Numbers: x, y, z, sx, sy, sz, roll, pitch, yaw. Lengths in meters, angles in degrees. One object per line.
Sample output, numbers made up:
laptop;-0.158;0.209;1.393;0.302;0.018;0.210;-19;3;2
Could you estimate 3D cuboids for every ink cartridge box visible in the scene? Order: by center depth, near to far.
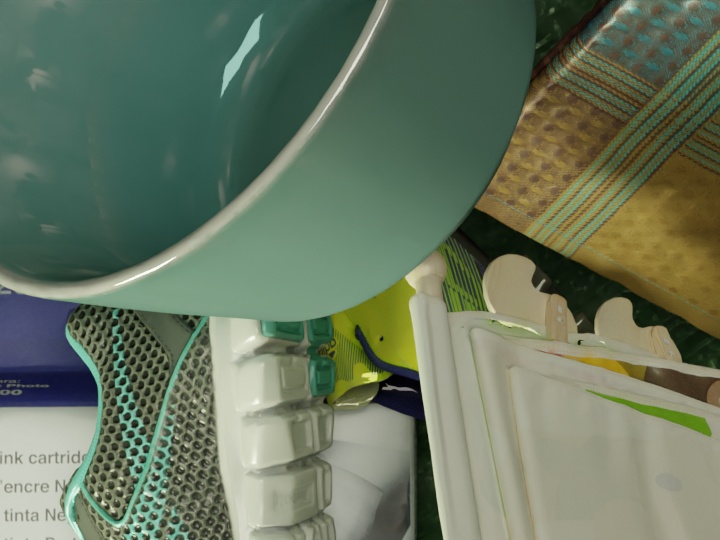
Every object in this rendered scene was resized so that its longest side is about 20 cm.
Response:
ink cartridge box;-0.078;0.090;0.893;0.198;0.041;0.201;-1;86;-4

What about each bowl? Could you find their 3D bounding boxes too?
bowl;-0.024;-0.065;0.765;0.105;0.200;0.202;30;83;-39

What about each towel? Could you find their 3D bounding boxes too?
towel;0.143;-0.022;0.804;0.199;0.147;0.022;28;51;-15

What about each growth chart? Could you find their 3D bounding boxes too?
growth chart;0.098;0.073;0.772;0.199;0.018;0.145;24;43;-22

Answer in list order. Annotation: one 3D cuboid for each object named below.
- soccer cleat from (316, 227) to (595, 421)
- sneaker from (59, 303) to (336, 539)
soccer cleat;0.000;0.000;0.872;0.200;0.065;0.084;43;90;21
sneaker;-0.057;0.092;0.848;0.091;0.078;0.201;-1;89;20
